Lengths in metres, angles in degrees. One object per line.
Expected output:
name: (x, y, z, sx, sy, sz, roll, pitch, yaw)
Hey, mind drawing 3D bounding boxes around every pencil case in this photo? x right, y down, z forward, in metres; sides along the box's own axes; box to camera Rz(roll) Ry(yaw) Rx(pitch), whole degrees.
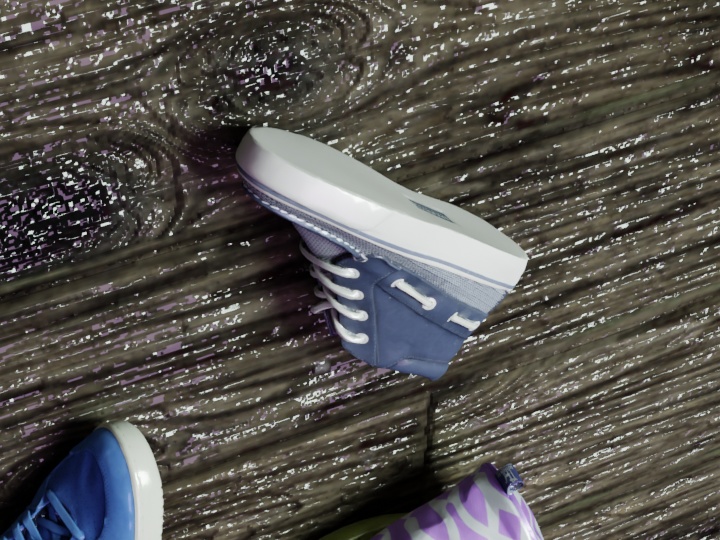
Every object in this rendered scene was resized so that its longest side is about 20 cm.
pencil case: (0.028, 0.200, 0.890, 0.199, 0.086, 0.084, -35, 137, 1)

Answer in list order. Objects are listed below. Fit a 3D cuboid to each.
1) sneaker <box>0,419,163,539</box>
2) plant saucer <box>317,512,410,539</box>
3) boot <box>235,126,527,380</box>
sneaker: (-0.182, 0.165, 0.783, 0.110, 0.077, 0.201, -2, 134, -41)
plant saucer: (0.001, 0.227, 0.979, 0.198, 0.031, 0.201, -17, 133, -19)
boot: (0.000, 0.000, 0.758, 0.199, 0.073, 0.091, 22, 107, -41)
